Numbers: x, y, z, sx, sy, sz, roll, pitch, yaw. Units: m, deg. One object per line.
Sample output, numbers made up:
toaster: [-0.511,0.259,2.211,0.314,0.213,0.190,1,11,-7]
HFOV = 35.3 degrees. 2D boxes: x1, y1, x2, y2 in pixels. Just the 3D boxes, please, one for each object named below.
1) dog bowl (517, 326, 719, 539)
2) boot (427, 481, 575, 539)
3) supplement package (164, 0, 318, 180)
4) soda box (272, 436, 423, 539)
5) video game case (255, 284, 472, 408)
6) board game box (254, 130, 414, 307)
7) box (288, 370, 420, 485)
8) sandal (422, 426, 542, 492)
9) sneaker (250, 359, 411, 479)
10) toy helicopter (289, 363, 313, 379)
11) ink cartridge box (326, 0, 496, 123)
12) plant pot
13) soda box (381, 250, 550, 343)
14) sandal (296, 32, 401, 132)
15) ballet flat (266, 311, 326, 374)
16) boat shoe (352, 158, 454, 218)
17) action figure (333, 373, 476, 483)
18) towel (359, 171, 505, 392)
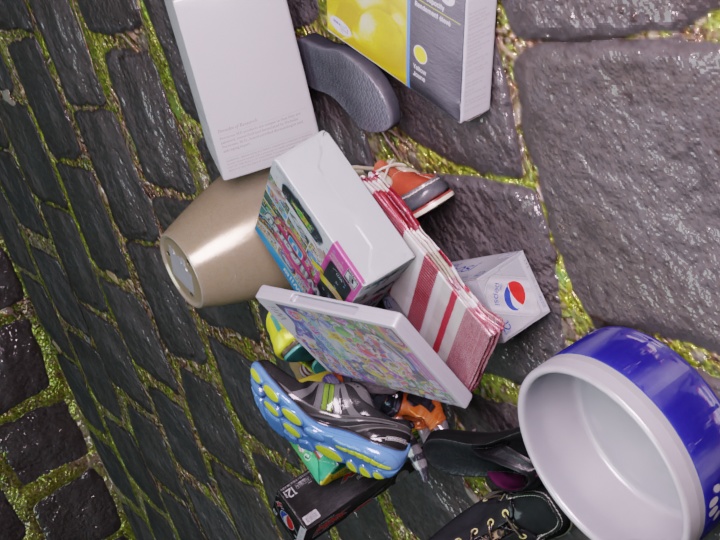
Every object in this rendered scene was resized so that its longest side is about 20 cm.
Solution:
dog bowl: [0.234,0.154,0.995,0.200,0.078,0.202,43,149,33]
boot: [0.136,0.296,1.226,0.074,0.153,0.203,58,154,4]
supplement package: [-0.127,-0.221,1.203,0.117,0.116,0.202,-122,16,-59]
soda box: [-0.011,0.256,1.401,0.063,0.199,0.071,50,152,21]
video game case: [0.001,0.074,1.120,0.199,0.018,0.143,10,151,45]
board game box: [-0.033,-0.029,1.121,0.148,0.064,0.200,56,163,8]
box: [-0.006,0.171,1.345,0.118,0.199,0.048,52,123,19]
sandal: [0.148,0.202,1.170,0.199,0.048,0.076,-9,124,40]
sneaker: [-0.034,0.154,1.235,0.198,0.083,0.071,26,140,13]
toy helicopter: [-0.059,0.120,1.500,0.132,0.078,0.202,11,121,57]
ink cartridge box: [0.040,-0.258,0.980,0.197,0.047,0.201,42,151,35]
plant pot: [-0.126,-0.042,1.315,0.187,0.199,0.189,42,149,33]
soda box: [0.099,0.031,1.134,0.199,0.063,0.069,-11,107,63]
sandal: [-0.009,-0.200,1.133,0.200,0.042,0.077,46,153,51]
ballet flat: [-0.057,0.080,1.337,0.067,0.067,0.200,52,-172,22]
boat shoe: [0.027,-0.082,1.154,0.199,0.071,0.063,1,115,65]
action figure: [0.036,0.139,1.272,0.193,0.105,0.200,41,177,2]
towel: [0.059,0.012,1.081,0.201,0.023,0.144,52,159,19]
